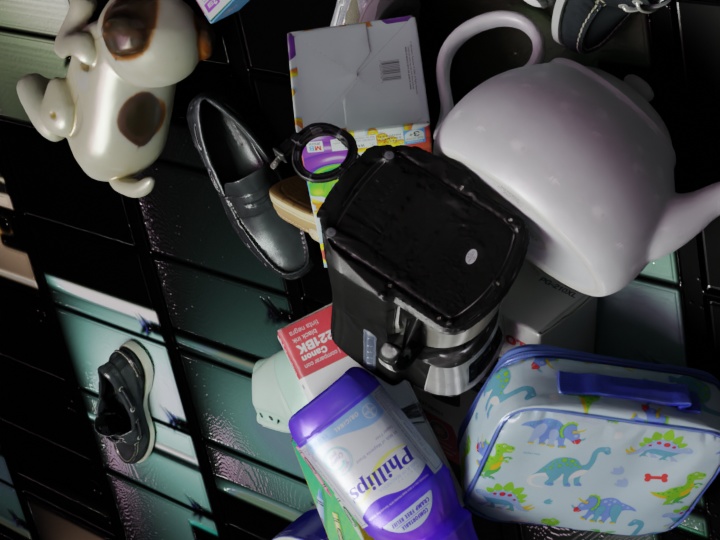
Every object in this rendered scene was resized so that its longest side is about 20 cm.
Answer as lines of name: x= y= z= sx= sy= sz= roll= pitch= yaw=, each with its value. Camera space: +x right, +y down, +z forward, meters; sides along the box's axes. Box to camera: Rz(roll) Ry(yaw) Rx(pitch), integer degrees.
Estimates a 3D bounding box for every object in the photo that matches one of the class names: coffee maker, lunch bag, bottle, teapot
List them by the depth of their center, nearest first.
teapot: x=0.159 y=-0.089 z=1.242 sx=0.200 sy=0.146 sz=0.197 roll=43 pitch=173 yaw=-24
coffee maker: x=0.033 y=-0.009 z=1.282 sx=0.192 sy=0.135 sz=0.200 roll=57 pitch=168 yaw=17
bottle: x=0.030 y=0.175 z=1.335 sx=0.200 sy=0.084 sz=0.065 roll=52 pitch=-173 yaw=2
lunch bag: x=0.187 y=0.136 z=1.342 sx=0.161 sy=0.200 sz=0.083 roll=108 pitch=165 yaw=-47

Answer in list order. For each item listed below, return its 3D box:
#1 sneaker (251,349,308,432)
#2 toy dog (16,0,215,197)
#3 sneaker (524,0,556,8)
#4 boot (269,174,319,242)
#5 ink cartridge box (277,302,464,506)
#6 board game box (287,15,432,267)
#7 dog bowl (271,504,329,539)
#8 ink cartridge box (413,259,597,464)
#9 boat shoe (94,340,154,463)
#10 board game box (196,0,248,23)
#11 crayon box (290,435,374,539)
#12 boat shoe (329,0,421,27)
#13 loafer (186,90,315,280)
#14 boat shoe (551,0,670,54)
sneaker: x=-0.045 y=0.171 z=1.730 sx=0.118 sy=0.074 sz=0.201 roll=-15 pitch=95 yaw=47
toy dog: x=-0.227 y=-0.189 z=1.604 sx=0.200 sy=0.139 sz=0.194 roll=-52 pitch=43 yaw=42
sneaker: x=0.090 y=-0.277 z=1.247 sx=0.200 sy=0.075 sz=0.087 roll=61 pitch=152 yaw=7
boot: x=0.000 y=0.000 z=1.555 sx=0.200 sy=0.073 sz=0.156 roll=21 pitch=132 yaw=35
ink cartridge box: x=0.007 y=0.126 z=1.444 sx=0.200 sy=0.084 sz=0.144 roll=63 pitch=176 yaw=3
board game box: x=0.006 y=-0.099 z=1.357 sx=0.200 sy=0.103 sz=0.105 roll=79 pitch=-176 yaw=-60
dog bowl: x=-0.014 y=0.355 z=1.832 sx=0.200 sy=0.079 sz=0.200 roll=30 pitch=137 yaw=33
ink cartridge box: x=0.123 y=0.083 z=1.458 sx=0.145 sy=0.084 sz=0.200 roll=28 pitch=136 yaw=34
boat shoe: x=-0.293 y=0.174 z=2.035 sx=0.074 sy=0.066 sz=0.200 roll=40 pitch=141 yaw=22
board game box: x=-0.141 y=-0.340 z=1.485 sx=0.200 sy=0.040 sz=0.153 roll=58 pitch=145 yaw=-1
crayon box: x=0.021 y=0.224 z=1.656 sx=0.058 sy=0.119 sz=0.200 roll=2 pitch=117 yaw=49
boat shoe: x=-0.010 y=-0.172 z=1.437 sx=0.065 sy=0.074 sz=0.202 roll=47 pitch=140 yaw=24
loafer: x=-0.108 y=-0.080 z=1.609 sx=0.201 sy=0.068 sz=0.070 roll=61 pitch=180 yaw=-1
boat shoe: x=0.196 y=-0.213 z=1.155 sx=0.060 sy=0.076 sz=0.200 roll=50 pitch=145 yaw=19
